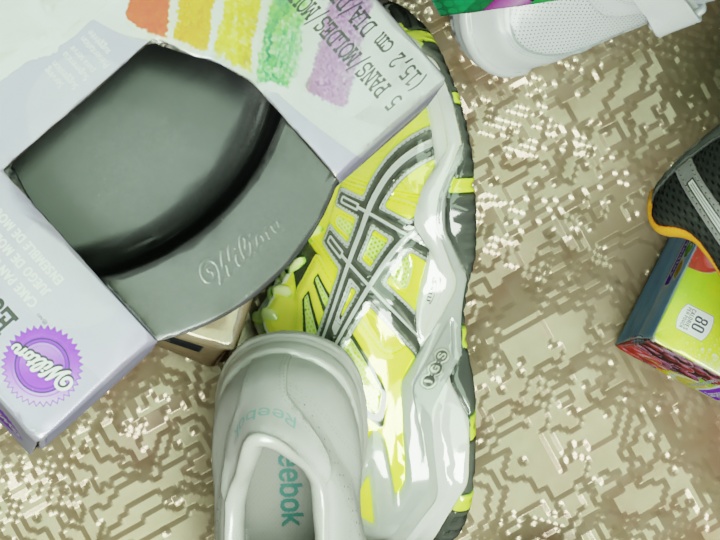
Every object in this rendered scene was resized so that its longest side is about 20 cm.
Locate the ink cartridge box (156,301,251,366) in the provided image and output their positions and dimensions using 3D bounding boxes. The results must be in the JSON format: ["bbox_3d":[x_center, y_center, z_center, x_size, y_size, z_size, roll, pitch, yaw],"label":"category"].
[{"bbox_3d":[-0.094,-0.085,1.073,0.164,0.075,0.200,18,82,-4],"label":"ink cartridge box"}]

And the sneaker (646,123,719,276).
[{"bbox_3d":[0.173,0.029,1.039,0.077,0.078,0.200,-27,96,20],"label":"sneaker"}]

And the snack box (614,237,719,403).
[{"bbox_3d":[0.224,0.000,1.110,0.200,0.068,0.169,27,83,-6],"label":"snack box"}]

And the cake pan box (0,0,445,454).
[{"bbox_3d":[-0.099,-0.067,0.972,0.184,0.052,0.200,-41,90,-8],"label":"cake pan box"}]

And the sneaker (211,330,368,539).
[{"bbox_3d":[-0.020,0.127,1.032,0.075,0.089,0.200,-9,111,9],"label":"sneaker"}]

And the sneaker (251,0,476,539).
[{"bbox_3d":[0.000,0.000,1.078,0.076,0.075,0.200,-1,84,-8],"label":"sneaker"}]

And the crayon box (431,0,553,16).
[{"bbox_3d":[0.085,-0.188,1.044,0.119,0.058,0.200,-7,51,22],"label":"crayon box"}]

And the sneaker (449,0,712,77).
[{"bbox_3d":[0.127,-0.123,1.066,0.200,0.115,0.075,-33,120,3],"label":"sneaker"}]
